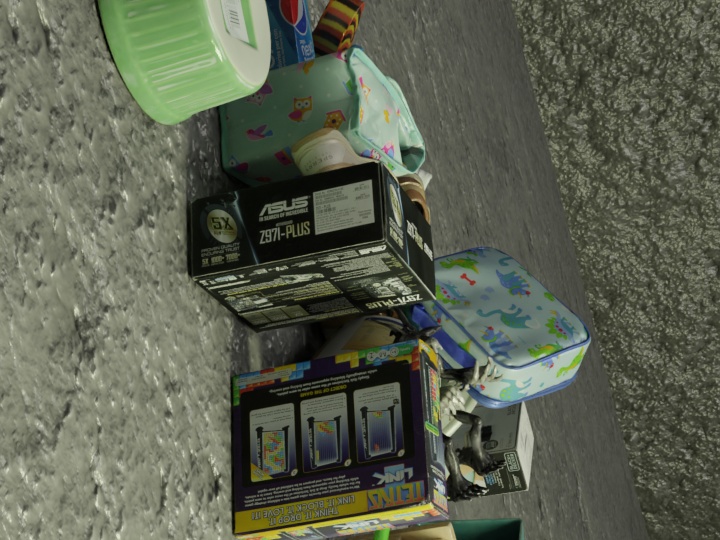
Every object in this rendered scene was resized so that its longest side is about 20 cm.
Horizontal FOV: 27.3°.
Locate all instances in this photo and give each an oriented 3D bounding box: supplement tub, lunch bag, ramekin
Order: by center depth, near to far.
[{"bbox_3d":[-0.160,-0.245,1.396,0.200,0.097,0.201,-11,90,-74],"label":"ramekin"},{"bbox_3d":[0.001,0.141,1.598,0.200,0.144,0.145,-47,124,-69],"label":"supplement tub"},{"bbox_3d":[-0.037,-0.147,1.605,0.200,0.170,0.122,29,52,-62],"label":"lunch bag"},{"bbox_3d":[0.148,0.063,1.698,0.160,0.200,0.083,-17,137,-37],"label":"lunch bag"}]

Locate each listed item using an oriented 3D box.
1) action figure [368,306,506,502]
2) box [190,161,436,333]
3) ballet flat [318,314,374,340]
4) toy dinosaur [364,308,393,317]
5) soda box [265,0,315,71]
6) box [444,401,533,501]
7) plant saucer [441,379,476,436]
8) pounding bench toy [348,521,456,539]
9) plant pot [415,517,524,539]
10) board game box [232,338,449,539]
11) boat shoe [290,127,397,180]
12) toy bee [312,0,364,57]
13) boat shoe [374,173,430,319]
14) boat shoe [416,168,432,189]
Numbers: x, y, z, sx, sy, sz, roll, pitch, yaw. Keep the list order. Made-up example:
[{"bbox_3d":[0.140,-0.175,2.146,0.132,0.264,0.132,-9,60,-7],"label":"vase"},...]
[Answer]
[{"bbox_3d":[0.086,0.124,1.487,0.119,0.102,0.200,-34,102,-46],"label":"action figure"},{"bbox_3d":[-0.044,-0.019,1.454,0.164,0.199,0.086,46,36,-60],"label":"box"},{"bbox_3d":[-0.005,0.079,1.760,0.200,0.068,0.063,39,57,-64],"label":"ballet flat"},{"bbox_3d":[0.000,0.000,1.644,0.102,0.077,0.200,-47,160,-29],"label":"toy dinosaur"},{"bbox_3d":[-0.098,-0.288,1.681,0.064,0.068,0.201,17,63,-72],"label":"soda box"},{"bbox_3d":[0.103,0.223,1.787,0.117,0.199,0.060,-73,149,-61],"label":"box"},{"bbox_3d":[0.065,0.138,1.760,0.050,0.200,0.200,44,32,-25],"label":"plant saucer"},{"bbox_3d":[0.032,0.338,1.607,0.156,0.124,0.201,-49,126,-69],"label":"pounding bench toy"},{"bbox_3d":[0.149,0.443,1.906,0.141,0.141,0.201,-74,155,-57],"label":"plant pot"},{"bbox_3d":[-0.021,0.166,1.408,0.057,0.199,0.166,44,39,-58],"label":"board game box"},{"bbox_3d":[-0.007,-0.078,1.517,0.200,0.074,0.069,30,35,-60],"label":"boat shoe"},{"bbox_3d":[-0.041,-0.233,1.773,0.109,0.131,0.200,-59,152,-31],"label":"toy bee"},{"bbox_3d":[0.043,-0.018,1.749,0.072,0.075,0.201,-117,-156,-56],"label":"boat shoe"},{"bbox_3d":[0.036,-0.035,1.816,0.074,0.067,0.201,-69,175,-72],"label":"boat shoe"}]
